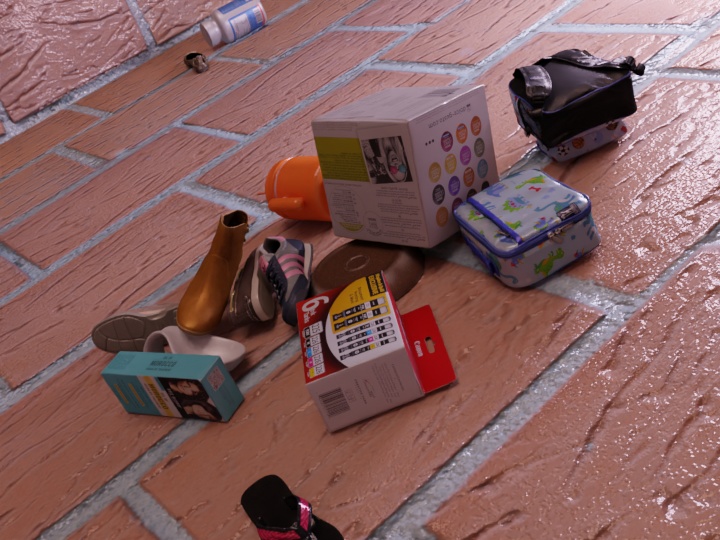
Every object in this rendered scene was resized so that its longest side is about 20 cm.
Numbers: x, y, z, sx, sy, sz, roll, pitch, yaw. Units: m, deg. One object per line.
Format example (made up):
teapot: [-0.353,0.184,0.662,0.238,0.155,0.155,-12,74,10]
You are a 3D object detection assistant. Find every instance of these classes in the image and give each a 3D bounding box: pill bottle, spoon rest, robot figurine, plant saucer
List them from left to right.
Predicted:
spoon rest: [-0.254,0.119,1.353,0.200,0.061,0.099,3,18,41]
pill bottle: [-0.412,-0.802,2.938,0.200,0.112,0.112,-31,30,-15]
robot figurine: [-0.087,-0.146,1.626,0.200,0.117,0.144,5,67,39]
plant saucer: [0.000,0.000,1.403,0.200,0.037,0.201,-17,30,10]

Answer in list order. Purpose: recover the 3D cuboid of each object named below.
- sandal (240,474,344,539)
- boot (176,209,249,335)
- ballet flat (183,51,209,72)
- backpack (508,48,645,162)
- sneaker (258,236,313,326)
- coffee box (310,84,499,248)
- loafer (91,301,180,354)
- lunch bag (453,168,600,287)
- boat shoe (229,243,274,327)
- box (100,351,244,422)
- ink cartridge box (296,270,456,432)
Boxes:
sandal: [-0.084,0.275,1.000,0.075,0.045,0.200,-34,31,-18]
boot: [-0.224,-0.004,1.400,0.071,0.144,0.201,18,29,-2]
ballet flat: [-0.513,-0.658,2.842,0.067,0.046,0.200,-27,29,-7]
backpack: [0.341,-0.280,1.502,0.200,0.154,0.191,-20,37,-6]
sneaker: [-0.120,0.014,1.400,0.082,0.070,0.200,17,27,-11]
coffee box: [0.074,-0.166,1.422,0.200,0.198,0.200,8,29,42]
loafer: [-0.332,0.087,1.479,0.199,0.072,0.063,-13,14,7]
lunch bag: [0.231,-0.063,1.297,0.160,0.083,0.200,-28,28,-3]
boat shoe: [-0.170,0.022,1.455,0.059,0.072,0.200,-23,29,12]
box: [-0.265,0.161,1.281,0.200,0.082,0.049,-2,37,35]
ink cartridge box: [0.016,0.092,1.191,0.175,0.084,0.200,-21,29,3]
